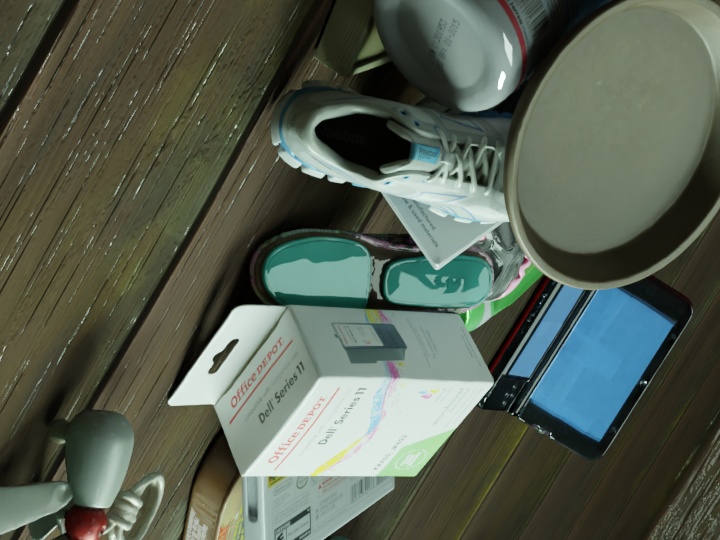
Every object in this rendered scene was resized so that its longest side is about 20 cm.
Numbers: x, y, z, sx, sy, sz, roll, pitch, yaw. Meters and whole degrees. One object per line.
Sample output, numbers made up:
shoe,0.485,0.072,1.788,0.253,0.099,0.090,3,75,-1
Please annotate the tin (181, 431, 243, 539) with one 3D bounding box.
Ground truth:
tin,-0.093,0.181,1.756,0.112,0.042,0.201,-45,159,-42

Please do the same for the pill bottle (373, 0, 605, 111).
pill bottle,0.106,-0.197,1.417,0.200,0.108,0.109,-44,159,-31

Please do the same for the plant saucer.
plant saucer,0.166,-0.085,1.416,0.199,0.029,0.202,-17,122,-28

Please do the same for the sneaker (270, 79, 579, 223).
sneaker,0.044,-0.069,1.405,0.087,0.198,0.076,-144,-117,-79

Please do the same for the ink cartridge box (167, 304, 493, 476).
ink cartridge box,-0.021,0.086,1.571,0.199,0.068,0.117,4,137,-38

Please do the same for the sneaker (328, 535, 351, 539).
sneaker,-0.046,0.351,2.106,0.131,0.079,0.201,-45,149,-36

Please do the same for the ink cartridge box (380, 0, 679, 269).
ink cartridge box,0.104,-0.102,1.522,0.199,0.084,0.145,-35,-171,4

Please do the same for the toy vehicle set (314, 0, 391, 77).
toy vehicle set,0.051,-0.204,1.482,0.200,0.026,0.125,-27,146,-56

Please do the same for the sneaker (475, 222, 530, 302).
sneaker,0.087,-0.067,1.709,0.095,0.079,0.202,-21,121,-49

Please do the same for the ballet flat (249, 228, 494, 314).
ballet flat,0.000,0.000,1.600,0.198,0.071,0.070,0,105,-29

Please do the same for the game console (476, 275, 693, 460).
game console,0.228,0.083,2.280,0.201,0.118,0.172,-59,162,6

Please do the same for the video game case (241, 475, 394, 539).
video game case,-0.031,0.114,1.712,0.200,0.023,0.184,-28,122,-55

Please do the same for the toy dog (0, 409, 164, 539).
toy dog,-0.212,0.182,1.412,0.132,0.096,0.201,73,38,-64

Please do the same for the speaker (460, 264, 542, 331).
speaker,0.116,-0.027,1.858,0.200,0.088,0.089,-41,157,-39
